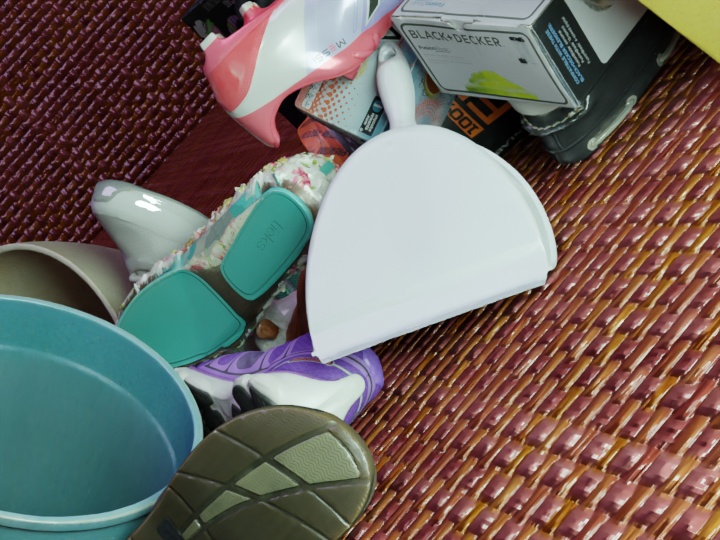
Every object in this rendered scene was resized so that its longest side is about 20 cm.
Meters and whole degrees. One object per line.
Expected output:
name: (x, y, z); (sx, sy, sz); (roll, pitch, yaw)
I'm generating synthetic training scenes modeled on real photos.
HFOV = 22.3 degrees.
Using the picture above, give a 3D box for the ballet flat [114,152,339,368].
ballet flat: (-0.072, -0.004, 1.096); (0.200, 0.076, 0.064); (-37, 9, 38)

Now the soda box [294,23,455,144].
soda box: (0.041, -0.168, 1.090); (0.063, 0.068, 0.201); (22, -85, -60)

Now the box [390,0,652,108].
box: (0.122, -0.184, 1.012); (0.116, 0.060, 0.200); (12, 57, 50)

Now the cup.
cup: (-0.177, 0.066, 1.295); (0.200, 0.201, 0.143); (-38, -12, 38)

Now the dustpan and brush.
dustpan and brush: (0.026, -0.051, 0.991); (0.139, 0.057, 0.202); (-20, 63, 15)

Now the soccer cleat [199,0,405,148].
soccer cleat: (-0.002, -0.155, 1.046); (0.199, 0.077, 0.067); (-37, 7, 7)

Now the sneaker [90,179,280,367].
sneaker: (-0.110, 0.019, 1.176); (0.070, 0.200, 0.081); (11, 61, 46)

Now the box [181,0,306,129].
box: (-0.023, -0.195, 1.511); (0.125, 0.200, 0.148); (-51, 12, -15)

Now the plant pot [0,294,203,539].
plant pot: (-0.207, 0.148, 1.038); (0.200, 0.198, 0.189); (-68, -3, -61)

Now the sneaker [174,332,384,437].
sneaker: (-0.044, 0.075, 1.055); (0.083, 0.081, 0.200); (-34, 13, -24)

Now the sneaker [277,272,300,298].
sneaker: (-0.032, -0.032, 1.370); (0.199, 0.075, 0.088); (-35, 0, 12)

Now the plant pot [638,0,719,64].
plant pot: (0.193, -0.215, 0.858); (0.177, 0.199, 0.200); (-51, 7, 37)

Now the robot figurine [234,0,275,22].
robot figurine: (0.009, -0.210, 1.378); (0.198, 0.152, 0.125); (-5, -3, -17)

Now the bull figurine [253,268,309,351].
bull figurine: (0.000, 0.000, 1.086); (0.200, 0.065, 0.122); (-13, 55, 63)

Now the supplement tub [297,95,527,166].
supplement tub: (0.061, -0.128, 1.177); (0.200, 0.122, 0.123); (-45, 11, 12)

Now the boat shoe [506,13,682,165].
boat shoe: (0.157, -0.146, 1.046); (0.074, 0.060, 0.201); (10, 55, 46)

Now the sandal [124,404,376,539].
sandal: (-0.062, 0.131, 0.923); (0.200, 0.082, 0.054); (-48, -13, 33)
